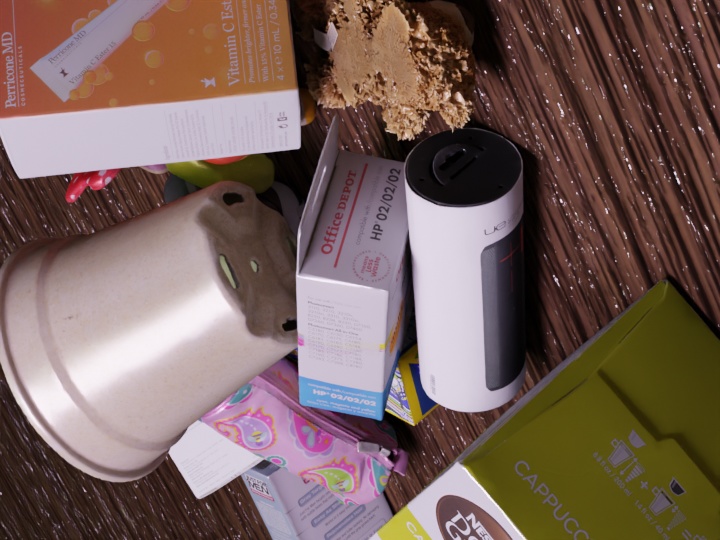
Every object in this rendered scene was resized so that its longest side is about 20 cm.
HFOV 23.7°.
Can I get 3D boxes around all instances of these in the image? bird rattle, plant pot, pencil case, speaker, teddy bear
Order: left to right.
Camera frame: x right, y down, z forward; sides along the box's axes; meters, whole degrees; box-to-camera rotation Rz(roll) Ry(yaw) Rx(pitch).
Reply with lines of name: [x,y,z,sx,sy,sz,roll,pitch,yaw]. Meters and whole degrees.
plant pot: [-0.141,0.032,1.287,0.182,0.201,0.202,-27,101,27]
bird rattle: [-0.126,-0.114,1.270,0.162,0.199,0.114,-10,85,33]
pencil case: [-0.052,0.125,1.433,0.199,0.088,0.087,34,165,-32]
teddy bear: [0.015,-0.151,1.129,0.200,0.066,0.147,-15,97,67]
speaker: [0.074,0.002,1.181,0.081,0.081,0.201,34,146,34]

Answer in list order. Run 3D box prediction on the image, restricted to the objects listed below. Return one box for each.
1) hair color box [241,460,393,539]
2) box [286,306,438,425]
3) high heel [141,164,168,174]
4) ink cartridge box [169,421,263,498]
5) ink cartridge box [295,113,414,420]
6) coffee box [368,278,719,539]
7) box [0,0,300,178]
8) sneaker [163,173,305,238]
hair color box: [-0.026,0.237,1.594,0.060,0.099,0.202,13,132,54]
box: [-0.009,0.047,1.386,0.199,0.064,0.071,26,142,44]
high heel: [-0.243,-0.157,1.519,0.199,0.067,0.097,31,148,34]
ink cartridge box: [-0.151,0.089,1.511,0.109,0.050,0.201,-34,87,39]
ink cartridge box: [0.000,0.000,1.210,0.067,0.116,0.201,11,144,7]
coffee box: [0.159,0.167,1.104,0.200,0.199,0.198,50,153,6]
box: [-0.144,-0.147,1.159,0.098,0.197,0.126,94,169,-70]
sneaker: [-0.137,-0.036,1.437,0.199,0.115,0.076,13,133,52]
